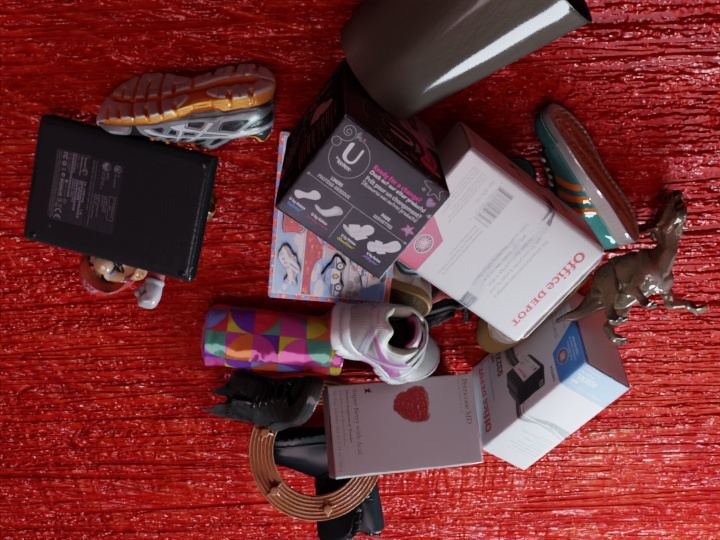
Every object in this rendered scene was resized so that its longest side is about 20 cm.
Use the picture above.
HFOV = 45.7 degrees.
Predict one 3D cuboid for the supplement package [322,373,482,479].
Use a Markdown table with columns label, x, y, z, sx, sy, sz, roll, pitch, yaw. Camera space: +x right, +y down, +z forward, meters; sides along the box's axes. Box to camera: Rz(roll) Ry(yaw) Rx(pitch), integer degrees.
| label | x | y | z | sx | sy | sz | roll | pitch | yaw |
| --- | --- | --- | --- | --- | --- | --- | --- | --- | --- |
| supplement package | 0.053 | 0.212 | 1.165 | 0.197 | 0.123 | 0.120 | -5 | 168 | -8 |

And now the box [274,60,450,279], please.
| label | x | y | z | sx | sy | sz | roll | pitch | yaw |
| --- | --- | --- | --- | --- | --- | --- | --- | --- | --- |
| box | 0.002 | -0.109 | 0.866 | 0.131 | 0.201 | 0.115 | 34 | 113 | -17 |

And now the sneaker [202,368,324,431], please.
| label | x | y | z | sx | sy | sz | roll | pitch | yaw |
| --- | --- | --- | --- | --- | --- | --- | --- | --- | --- |
| sneaker | -0.132 | 0.169 | 1.141 | 0.103 | 0.061 | 0.200 | 28 | 149 | -15 |

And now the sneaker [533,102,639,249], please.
| label | x | y | z | sx | sy | sz | roll | pitch | yaw |
| --- | --- | --- | --- | --- | --- | --- | --- | --- | --- |
| sneaker | 0.242 | -0.097 | 0.984 | 0.079 | 0.072 | 0.201 | -21 | 119 | 36 |

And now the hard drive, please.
| label | x | y | z | sx | sy | sz | roll | pitch | yaw |
| --- | --- | --- | --- | --- | --- | --- | --- | --- | --- |
| hard drive | -0.266 | -0.080 | 0.948 | 0.197 | 0.033 | 0.142 | 14 | 101 | 5 |

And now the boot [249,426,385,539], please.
| label | x | y | z | sx | sy | sz | roll | pitch | yaw |
| --- | --- | --- | --- | --- | --- | --- | --- | --- | --- |
| boot | -0.063 | 0.322 | 1.275 | 0.197 | 0.076 | 0.171 | -3 | 92 | -5 |

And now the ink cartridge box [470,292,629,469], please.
| label | x | y | z | sx | sy | sz | roll | pitch | yaw |
| --- | --- | --- | --- | --- | --- | --- | --- | --- | --- |
| ink cartridge box | 0.244 | 0.143 | 1.137 | 0.083 | 0.146 | 0.200 | 27 | 125 | -22 |

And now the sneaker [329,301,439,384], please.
| label | x | y | z | sx | sy | sz | roll | pitch | yaw |
| --- | --- | --- | --- | --- | --- | --- | --- | --- | --- |
| sneaker | 0.049 | 0.091 | 1.053 | 0.087 | 0.083 | 0.199 | -8 | 160 | 35 |

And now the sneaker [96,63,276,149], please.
| label | x | y | z | sx | sy | sz | roll | pitch | yaw |
| --- | --- | --- | --- | --- | --- | --- | --- | --- | --- |
| sneaker | -0.184 | -0.165 | 0.919 | 0.197 | 0.079 | 0.078 | -4 | 139 | 3 |

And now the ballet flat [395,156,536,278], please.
| label | x | y | z | sx | sy | sz | roll | pitch | yaw |
| --- | --- | --- | --- | --- | --- | --- | --- | --- | --- |
| ballet flat | 0.126 | -0.059 | 1.018 | 0.199 | 0.073 | 0.073 | -38 | 123 | 9 |

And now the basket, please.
| label | x | y | z | sx | sy | sz | roll | pitch | yaw |
| --- | --- | --- | --- | --- | --- | --- | --- | --- | --- |
| basket | 0.089 | -0.248 | 0.819 | 0.199 | 0.137 | 0.180 | -34 | 116 | 29 |

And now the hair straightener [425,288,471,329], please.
| label | x | y | z | sx | sy | sz | roll | pitch | yaw |
| --- | --- | --- | --- | --- | --- | --- | --- | --- | --- |
| hair straightener | 0.118 | 0.054 | 1.128 | 0.198 | 0.041 | 0.077 | -29 | 124 | 22 |

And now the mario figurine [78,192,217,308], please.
| label | x | y | z | sx | sy | sz | roll | pitch | yaw |
| --- | --- | --- | --- | --- | --- | --- | --- | --- | --- |
| mario figurine | -0.262 | -0.036 | 0.996 | 0.199 | 0.124 | 0.105 | -40 | 146 | 22 |

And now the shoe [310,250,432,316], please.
| label | x | y | z | sx | sy | sz | roll | pitch | yaw |
| --- | --- | --- | --- | --- | --- | --- | --- | --- | --- |
| shoe | 0.000 | 0.000 | 1.077 | 0.198 | 0.054 | 0.070 | 23 | 144 | -8 |

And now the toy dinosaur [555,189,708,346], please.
| label | x | y | z | sx | sy | sz | roll | pitch | yaw |
| --- | --- | --- | --- | --- | --- | --- | --- | --- | --- |
| toy dinosaur | 0.329 | 0.003 | 1.043 | 0.199 | 0.137 | 0.085 | -30 | 142 | 29 |

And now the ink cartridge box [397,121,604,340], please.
| label | x | y | z | sx | sy | sz | roll | pitch | yaw |
| --- | --- | --- | --- | --- | --- | --- | --- | --- | --- |
| ink cartridge box | 0.140 | -0.039 | 0.933 | 0.199 | 0.083 | 0.147 | 33 | 113 | -20 |

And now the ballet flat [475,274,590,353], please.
| label | x | y | z | sx | sy | sz | roll | pitch | yaw |
| --- | --- | --- | --- | --- | --- | --- | --- | --- | --- |
| ballet flat | 0.214 | 0.045 | 1.104 | 0.069 | 0.063 | 0.200 | 42 | 119 | 2 |

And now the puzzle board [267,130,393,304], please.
| label | x | y | z | sx | sy | sz | roll | pitch | yaw |
| --- | --- | --- | --- | --- | --- | --- | --- | --- | --- |
| puzzle board | -0.028 | -0.056 | 1.005 | 0.148 | 0.017 | 0.203 | 5 | 110 | -5 |

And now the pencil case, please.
| label | x | y | z | sx | sy | sz | roll | pitch | yaw |
| --- | --- | --- | --- | --- | --- | --- | --- | --- | --- |
| pencil case | -0.112 | 0.091 | 1.131 | 0.197 | 0.089 | 0.089 | 4 | 130 | -7 |

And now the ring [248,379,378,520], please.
| label | x | y | z | sx | sy | sz | roll | pitch | yaw |
| --- | --- | --- | --- | --- | --- | --- | --- | --- | --- |
| ring | -0.062 | 0.259 | 1.227 | 0.197 | 0.019 | 0.204 | 0 | 90 | -9 |
